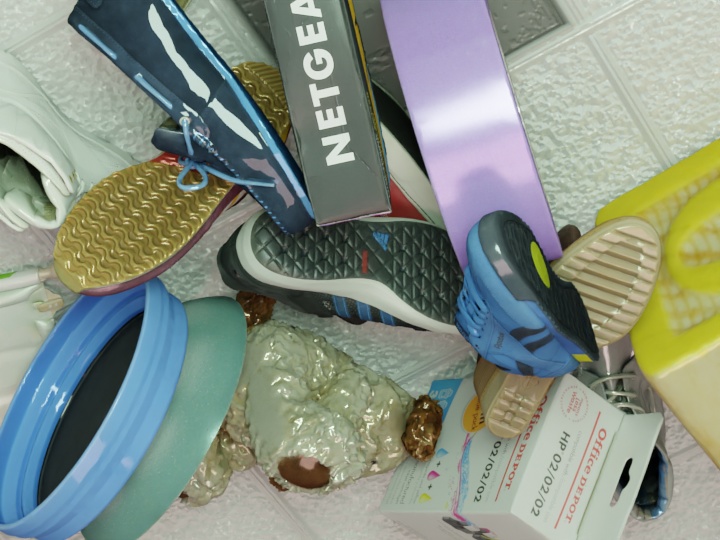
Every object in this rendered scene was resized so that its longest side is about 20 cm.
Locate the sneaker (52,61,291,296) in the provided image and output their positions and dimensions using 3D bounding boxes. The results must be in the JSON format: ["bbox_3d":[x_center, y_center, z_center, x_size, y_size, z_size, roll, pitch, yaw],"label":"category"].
[{"bbox_3d":[-0.118,-0.048,1.441,0.200,0.075,0.090,-42,170,-15],"label":"sneaker"}]

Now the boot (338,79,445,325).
[{"bbox_3d":[-0.012,-0.043,1.518,0.144,0.072,0.200,-27,130,15],"label":"boot"}]

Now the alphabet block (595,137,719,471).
[{"bbox_3d":[0.306,0.030,1.535,0.195,0.197,0.200,-33,124,15],"label":"alphabet block"}]

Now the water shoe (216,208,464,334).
[{"bbox_3d":[0.000,0.000,1.487,0.200,0.072,0.079,17,160,-25],"label":"water shoe"}]

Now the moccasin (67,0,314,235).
[{"bbox_3d":[-0.104,-0.099,1.366,0.068,0.080,0.200,-37,93,3],"label":"moccasin"}]

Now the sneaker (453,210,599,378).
[{"bbox_3d":[0.088,0.024,1.346,0.078,0.066,0.200,-16,157,13],"label":"sneaker"}]

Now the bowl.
[{"bbox_3d":[-0.185,0.092,1.487,0.039,0.201,0.201,31,118,-24],"label":"bowl"}]

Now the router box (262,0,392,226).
[{"bbox_3d":[-0.025,-0.138,1.346,0.051,0.149,0.200,-13,101,3],"label":"router box"}]

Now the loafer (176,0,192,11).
[{"bbox_3d":[-0.117,-0.227,1.361,0.076,0.067,0.200,12,125,-16],"label":"loafer"}]

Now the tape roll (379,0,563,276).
[{"bbox_3d":[0.071,-0.095,1.403,0.066,0.200,0.200,-17,128,6],"label":"tape roll"}]

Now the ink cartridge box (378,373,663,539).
[{"bbox_3d":[0.114,0.139,1.581,0.068,0.115,0.200,35,156,-28],"label":"ink cartridge box"}]

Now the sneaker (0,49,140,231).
[{"bbox_3d":[-0.199,-0.048,1.460,0.074,0.116,0.200,-36,125,17],"label":"sneaker"}]

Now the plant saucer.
[{"bbox_3d":[-0.151,0.098,1.525,0.036,0.200,0.200,32,118,-23],"label":"plant saucer"}]

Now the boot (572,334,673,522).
[{"bbox_3d":[0.198,0.095,1.633,0.073,0.096,0.200,-18,128,6],"label":"boot"}]

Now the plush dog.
[{"bbox_3d":[-0.036,0.102,1.602,0.200,0.161,0.172,-11,152,43],"label":"plush dog"}]

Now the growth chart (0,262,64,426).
[{"bbox_3d":[-0.273,0.082,1.612,0.144,0.018,0.200,-6,128,-2],"label":"growth chart"}]

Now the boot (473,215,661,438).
[{"bbox_3d":[0.140,0.006,1.516,0.072,0.166,0.200,29,121,-10],"label":"boot"}]
